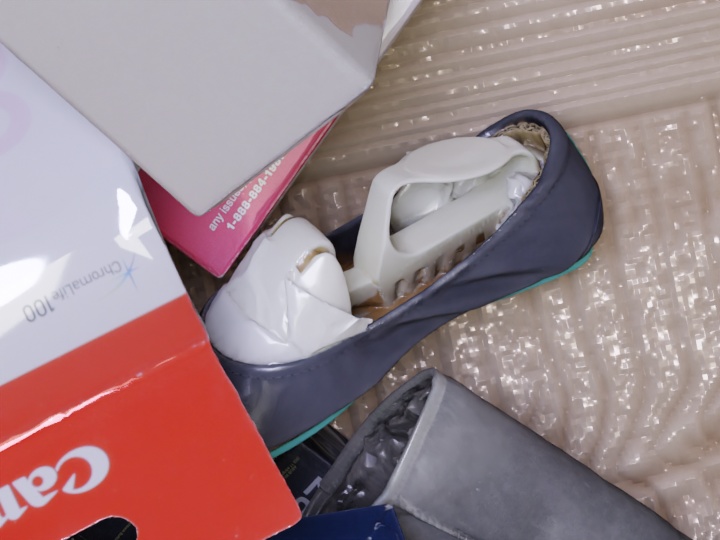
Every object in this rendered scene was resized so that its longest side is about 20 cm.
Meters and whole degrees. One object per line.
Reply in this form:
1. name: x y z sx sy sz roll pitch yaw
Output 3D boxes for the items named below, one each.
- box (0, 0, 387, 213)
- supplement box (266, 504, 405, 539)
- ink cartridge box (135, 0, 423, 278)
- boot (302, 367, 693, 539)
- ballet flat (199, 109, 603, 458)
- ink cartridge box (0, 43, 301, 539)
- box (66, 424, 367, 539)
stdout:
1. box: -0.085 -0.122 0.667 0.078 0.095 0.200 -34 118 29
2. supplement box: -0.077 0.203 0.757 0.198 0.135 0.201 -6 141 -19
3. ink cartridge box: -0.084 -0.118 0.801 0.199 0.084 0.145 36 101 -2
4. boot: 0.099 0.092 0.818 0.200 0.073 0.182 37 101 -11
5. ballet flat: 0.000 0.000 0.791 0.199 0.073 0.073 -29 98 -21
6. ink cartridge box: -0.132 0.022 0.695 0.162 0.057 0.201 -27 58 -8
7. box: -0.120 0.100 0.846 0.161 0.049 0.200 39 101 -16
